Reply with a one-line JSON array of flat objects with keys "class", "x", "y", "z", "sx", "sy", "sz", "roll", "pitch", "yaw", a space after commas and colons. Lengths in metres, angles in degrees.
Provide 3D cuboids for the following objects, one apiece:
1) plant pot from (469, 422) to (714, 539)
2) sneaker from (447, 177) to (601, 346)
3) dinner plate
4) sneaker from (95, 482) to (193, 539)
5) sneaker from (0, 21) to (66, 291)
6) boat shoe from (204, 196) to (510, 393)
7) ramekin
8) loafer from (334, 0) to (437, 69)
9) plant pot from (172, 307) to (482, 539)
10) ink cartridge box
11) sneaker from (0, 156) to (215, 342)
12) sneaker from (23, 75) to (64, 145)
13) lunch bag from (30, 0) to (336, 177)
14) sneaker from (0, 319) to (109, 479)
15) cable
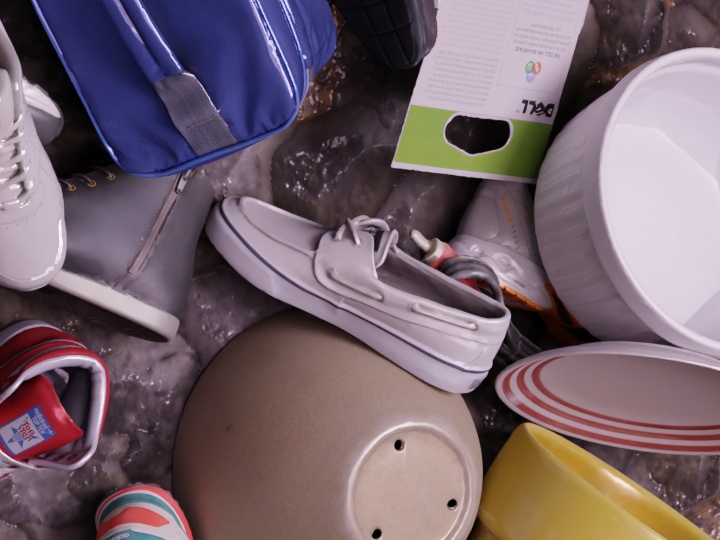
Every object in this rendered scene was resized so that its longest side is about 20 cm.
[{"class": "plant pot", "x": 0.136, "y": 0.231, "z": 1.697, "sx": 0.200, "sy": 0.201, "sz": 0.189, "roll": 32, "pitch": 95, "yaw": -28}, {"class": "sneaker", "x": 0.149, "y": -0.002, "z": 1.739, "sx": 0.200, "sy": 0.076, "sz": 0.092, "roll": 29, "pitch": 77, "yaw": -29}, {"class": "dinner plate", "x": 0.186, "y": 0.079, "z": 1.674, "sx": 0.199, "sy": 0.200, "sz": 0.024, "roll": 22, "pitch": 68, "yaw": -29}, {"class": "sneaker", "x": -0.104, "y": 0.230, "z": 1.599, "sx": 0.070, "sy": 0.093, "sz": 0.200, "roll": -27, "pitch": 108, "yaw": 11}, {"class": "sneaker", "x": -0.212, "y": -0.076, "z": 1.432, "sx": 0.078, "sy": 0.099, "sz": 0.201, "roll": -24, "pitch": 106, "yaw": -13}, {"class": "boat shoe", "x": 0.000, "y": 0.000, "z": 1.612, "sx": 0.200, "sy": 0.072, "sz": 0.066, "roll": 33, "pitch": 117, "yaw": 7}, {"class": "ramekin", "x": 0.206, "y": -0.035, "z": 1.685, "sx": 0.199, "sy": 0.105, "sz": 0.201, "roll": 7, "pitch": 75, "yaw": -29}, {"class": "loafer", "x": 0.012, "y": -0.222, "z": 1.562, "sx": 0.072, "sy": 0.073, "sz": 0.201, "roll": -26, "pitch": 104, "yaw": -43}, {"class": "plant pot", "x": 0.000, "y": 0.129, "z": 1.634, "sx": 0.199, "sy": 0.134, "sz": 0.201, "roll": -3, "pitch": 97, "yaw": -29}, {"class": "ink cartridge box", "x": 0.069, "y": -0.165, "z": 1.653, "sx": 0.147, "sy": 0.076, "sz": 0.201, "roll": 4, "pitch": 106, "yaw": -47}, {"class": "sneaker", "x": -0.184, "y": -0.040, "z": 1.558, "sx": 0.199, "sy": 0.075, "sz": 0.107, "roll": 26, "pitch": 73, "yaw": -32}, {"class": "sneaker", "x": -0.271, "y": -0.096, "z": 1.502, "sx": 0.199, "sy": 0.074, "sz": 0.085, "roll": 15, "pitch": 94, "yaw": -20}, {"class": "lunch bag", "x": -0.109, "y": -0.165, "z": 1.513, "sx": 0.135, "sy": 0.132, "sz": 0.201, "roll": -21, "pitch": 109, "yaw": 17}, {"class": "sneaker", "x": -0.228, "y": 0.111, "z": 1.517, "sx": 0.200, "sy": 0.112, "sz": 0.071, "roll": -48, "pitch": 115, "yaw": -15}, {"class": "cable", "x": 0.086, "y": 0.032, "z": 1.702, "sx": 0.200, "sy": 0.097, "sz": 0.051, "roll": 29, "pitch": 48, "yaw": -34}]
